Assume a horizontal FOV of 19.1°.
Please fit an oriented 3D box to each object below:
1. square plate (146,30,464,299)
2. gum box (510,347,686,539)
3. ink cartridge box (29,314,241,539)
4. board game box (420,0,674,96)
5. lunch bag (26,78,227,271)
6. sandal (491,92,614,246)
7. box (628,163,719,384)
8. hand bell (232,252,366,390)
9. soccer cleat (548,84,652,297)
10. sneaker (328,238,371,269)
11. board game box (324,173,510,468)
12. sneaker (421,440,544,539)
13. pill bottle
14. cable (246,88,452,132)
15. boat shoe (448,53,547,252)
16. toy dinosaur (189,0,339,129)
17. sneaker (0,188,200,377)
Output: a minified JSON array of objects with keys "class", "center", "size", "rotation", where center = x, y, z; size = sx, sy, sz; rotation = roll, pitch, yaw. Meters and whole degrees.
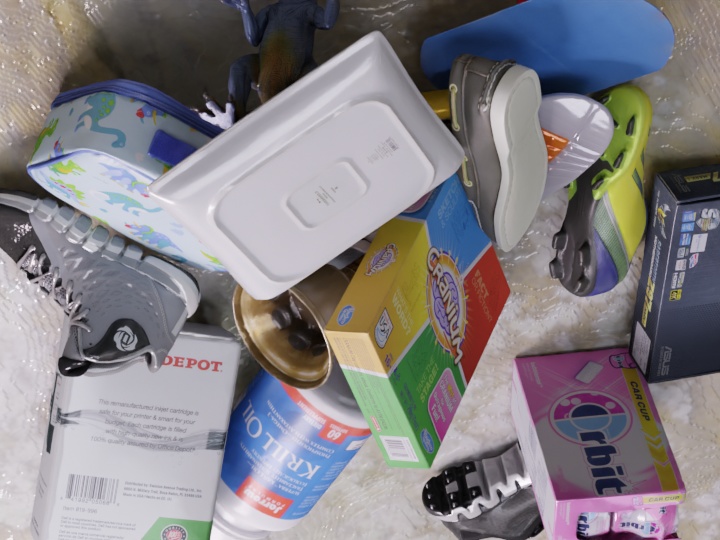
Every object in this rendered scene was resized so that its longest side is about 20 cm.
[{"class":"square plate","center":[-0.030,-0.065,1.552],"size":[0.197,0.029,0.200],"rotation":[-34,148,5]},{"class":"gum box","center":[0.205,0.158,1.871],"size":[0.112,0.201,0.067],"rotation":[-5,128,-6]},{"class":"ink cartridge box","center":[-0.190,0.139,1.802],"size":[0.145,0.083,0.202],"rotation":[9,97,-17]},{"class":"board game box","center":[0.146,-0.186,1.681],"size":[0.199,0.039,0.158],"rotation":[-17,153,31]},{"class":"lunch bag","center":[-0.144,-0.071,1.657],"size":[0.199,0.160,0.083],"rotation":[29,73,-25]},{"class":"sandal","center":[0.132,-0.096,1.761],"size":[0.079,0.059,0.207],"rotation":[31,138,-14]},{"class":"box","center":[0.323,-0.002,1.859],"size":[0.156,0.051,0.201],"rotation":[-9,129,-16]},{"class":"hand bell","center":[0.000,0.000,1.742],"size":[0.200,0.104,0.105],"rotation":[-38,139,-36]},{"class":"soccer cleat","center":[0.213,-0.070,1.801],"size":[0.083,0.065,0.201],"rotation":[-17,130,-38]},{"class":"sneaker","center":[0.012,0.052,1.802],"size":[0.199,0.121,0.084],"rotation":[34,114,-30]},{"class":"board game box","center":[0.049,0.032,1.700],"size":[0.040,0.201,0.154],"rotation":[1,135,29]},{"class":"sneaker","center":[0.162,0.201,1.984],"size":[0.199,0.067,0.091],"rotation":[-21,131,10]},{"class":"pill bottle","center":[-0.071,0.155,1.869],"size":[0.112,0.113,0.200],"rotation":[22,120,-26]},{"class":"cable","center":[0.006,-0.120,1.730],"size":[0.198,0.051,0.097],"rotation":[3,166,6]},{"class":"boat shoe","center":[0.105,-0.093,1.678],"size":[0.060,0.072,0.202],"rotation":[25,150,22]},{"class":"toy dinosaur","center":[-0.068,-0.171,1.595],"size":[0.104,0.182,0.201],"rotation":[13,138,4]},{"class":"sneaker","center":[-0.234,0.020,1.701],"size":[0.199,0.116,0.075],"rotation":[25,157,-4]}]
